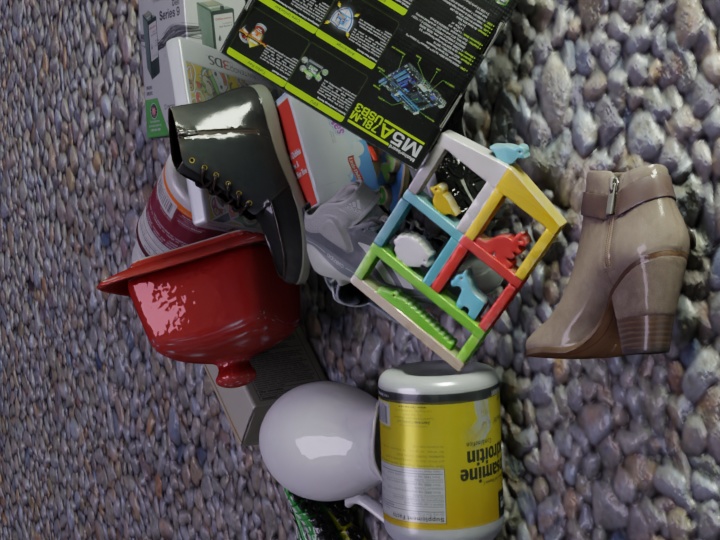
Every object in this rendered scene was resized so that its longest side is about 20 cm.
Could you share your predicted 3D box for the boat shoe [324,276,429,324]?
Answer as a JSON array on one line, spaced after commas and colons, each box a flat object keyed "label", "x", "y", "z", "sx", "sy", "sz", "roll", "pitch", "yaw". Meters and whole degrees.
[{"label": "boat shoe", "x": 0.001, "y": 0.001, "z": 1.563, "sx": 0.200, "sy": 0.071, "sz": 0.070, "roll": 27, "pitch": 153, "yaw": 55}]

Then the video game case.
[{"label": "video game case", "x": -0.131, "y": -0.136, "z": 1.694, "sx": 0.023, "sy": 0.182, "sz": 0.202, "roll": -16, "pitch": 77, "yaw": 29}]

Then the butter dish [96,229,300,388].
[{"label": "butter dish", "x": -0.144, "y": 0.050, "z": 1.666, "sx": 0.200, "sy": 0.198, "sz": 0.149, "roll": 20, "pitch": -126, "yaw": -74}]

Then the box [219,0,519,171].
[{"label": "box", "x": 0.013, "y": -0.217, "z": 1.338, "sx": 0.194, "sy": 0.199, "sz": 0.048, "roll": -59, "pitch": 6, "yaw": 12}]

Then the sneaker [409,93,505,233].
[{"label": "sneaker", "x": 0.063, "y": -0.124, "z": 1.428, "sx": 0.079, "sy": 0.074, "sz": 0.201, "roll": -12, "pitch": 96, "yaw": 70}]

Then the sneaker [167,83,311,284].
[{"label": "sneaker", "x": -0.119, "y": -0.074, "z": 1.537, "sx": 0.075, "sy": 0.106, "sz": 0.201, "roll": 143, "pitch": 111, "yaw": -69}]

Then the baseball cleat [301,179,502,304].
[{"label": "baseball cleat", "x": 0.031, "y": -0.025, "z": 1.441, "sx": 0.199, "sy": 0.070, "sz": 0.107, "roll": 6, "pitch": 128, "yaw": 27}]

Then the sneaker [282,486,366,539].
[{"label": "sneaker", "x": -0.048, "y": 0.274, "z": 1.719, "sx": 0.085, "sy": 0.078, "sz": 0.201, "roll": -49, "pitch": 54, "yaw": 54}]

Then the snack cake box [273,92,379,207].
[{"label": "snack cake box", "x": -0.055, "y": -0.111, "z": 1.597, "sx": 0.200, "sy": 0.067, "sz": 0.116, "roll": 158, "pitch": 98, "yaw": -71}]

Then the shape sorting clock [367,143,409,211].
[{"label": "shape sorting clock", "x": -0.002, "y": -0.132, "z": 1.597, "sx": 0.200, "sy": 0.039, "sz": 0.202, "roll": 18, "pitch": 110, "yaw": 59}]

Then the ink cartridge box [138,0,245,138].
[{"label": "ink cartridge box", "x": -0.197, "y": -0.261, "z": 1.877, "sx": 0.146, "sy": 0.084, "sz": 0.202, "roll": 1, "pitch": 96, "yaw": 60}]

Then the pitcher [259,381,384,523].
[{"label": "pitcher", "x": -0.005, "y": 0.196, "z": 1.605, "sx": 0.199, "sy": 0.121, "sz": 0.173, "roll": -5, "pitch": 107, "yaw": 50}]

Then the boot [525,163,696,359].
[{"label": "boot", "x": 0.192, "y": -0.005, "z": 1.255, "sx": 0.200, "sy": 0.070, "sz": 0.147, "roll": -10, "pitch": 80, "yaw": 60}]

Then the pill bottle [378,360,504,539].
[{"label": "pill bottle", "x": 0.074, "y": 0.188, "z": 1.445, "sx": 0.112, "sy": 0.111, "sz": 0.202, "roll": 9, "pitch": 104, "yaw": 60}]

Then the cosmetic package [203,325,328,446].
[{"label": "cosmetic package", "x": -0.119, "y": 0.093, "z": 1.787, "sx": 0.201, "sy": 0.103, "sz": 0.073, "roll": 61, "pitch": 145, "yaw": 36}]

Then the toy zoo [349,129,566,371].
[{"label": "toy zoo", "x": 0.089, "y": -0.028, "z": 1.371, "sx": 0.131, "sy": 0.020, "sz": 0.201, "roll": 39, "pitch": 118, "yaw": 11}]

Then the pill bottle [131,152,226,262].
[{"label": "pill bottle", "x": -0.202, "y": -0.060, "z": 1.895, "sx": 0.200, "sy": 0.113, "sz": 0.115, "roll": -55, "pitch": 49, "yaw": 51}]
